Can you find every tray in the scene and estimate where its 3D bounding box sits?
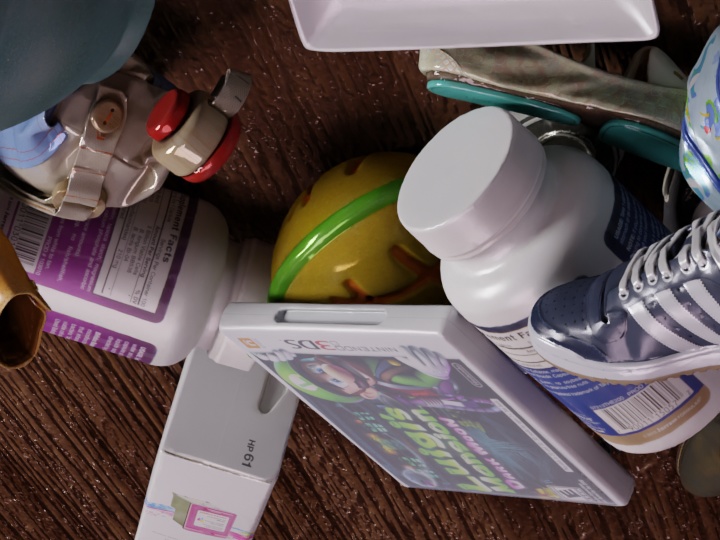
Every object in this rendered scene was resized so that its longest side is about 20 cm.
[{"bbox_3d":[0.050,-0.164,1.199,0.199,0.022,0.108,0,131,23],"label":"tray"}]

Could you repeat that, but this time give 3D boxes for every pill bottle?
[{"bbox_3d":[-0.152,-0.004,1.505,0.199,0.113,0.112,18,152,-8],"label":"pill bottle"},{"bbox_3d":[0.114,0.003,1.279,0.111,0.111,0.200,-17,132,44],"label":"pill bottle"}]

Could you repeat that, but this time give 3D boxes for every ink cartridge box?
[{"bbox_3d":[-0.094,0.111,1.651,0.084,0.145,0.200,17,152,-4],"label":"ink cartridge box"}]

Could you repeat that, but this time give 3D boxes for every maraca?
[{"bbox_3d":[0.000,0.000,1.433,0.136,0.107,0.200,-12,154,-31],"label":"maraca"}]

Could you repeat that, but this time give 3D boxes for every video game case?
[{"bbox_3d":[0.039,0.080,1.391,0.181,0.023,0.200,1,148,44],"label":"video game case"}]

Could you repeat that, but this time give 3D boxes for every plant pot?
[{"bbox_3d":[-0.187,-0.158,1.188,0.134,0.202,0.200,3,164,-42],"label":"plant pot"}]

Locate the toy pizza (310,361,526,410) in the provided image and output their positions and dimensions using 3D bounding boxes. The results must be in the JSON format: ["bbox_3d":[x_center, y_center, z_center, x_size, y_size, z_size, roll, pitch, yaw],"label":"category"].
[{"bbox_3d":[0.061,0.055,1.527,0.199,0.032,0.200,-15,171,-2],"label":"toy pizza"}]

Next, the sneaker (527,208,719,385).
[{"bbox_3d":[0.164,-0.004,1.139,0.199,0.070,0.109,0,132,29],"label":"sneaker"}]

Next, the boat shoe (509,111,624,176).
[{"bbox_3d":[0.109,-0.038,1.378,0.070,0.064,0.200,14,152,0],"label":"boat shoe"}]

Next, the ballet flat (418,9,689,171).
[{"bbox_3d":[0.130,-0.101,1.253,0.199,0.063,0.067,17,174,-5],"label":"ballet flat"}]

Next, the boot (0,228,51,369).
[{"bbox_3d":[-0.232,-0.039,1.344,0.144,0.071,0.202,51,163,29],"label":"boot"}]

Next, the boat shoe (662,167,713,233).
[{"bbox_3d":[0.210,-0.015,1.383,0.074,0.061,0.200,-22,150,0],"label":"boat shoe"}]

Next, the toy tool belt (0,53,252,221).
[{"bbox_3d":[-0.160,-0.097,1.321,0.123,0.125,0.200,36,165,-25],"label":"toy tool belt"}]

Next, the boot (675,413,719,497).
[{"bbox_3d":[0.265,0.141,1.598,0.074,0.097,0.200,20,151,-12],"label":"boot"}]

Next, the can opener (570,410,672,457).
[{"bbox_3d":[0.159,0.079,1.447,0.078,0.064,0.200,-25,-178,-12],"label":"can opener"}]

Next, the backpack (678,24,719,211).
[{"bbox_3d":[0.259,-0.059,1.187,0.200,0.164,0.153,36,160,-24],"label":"backpack"}]
